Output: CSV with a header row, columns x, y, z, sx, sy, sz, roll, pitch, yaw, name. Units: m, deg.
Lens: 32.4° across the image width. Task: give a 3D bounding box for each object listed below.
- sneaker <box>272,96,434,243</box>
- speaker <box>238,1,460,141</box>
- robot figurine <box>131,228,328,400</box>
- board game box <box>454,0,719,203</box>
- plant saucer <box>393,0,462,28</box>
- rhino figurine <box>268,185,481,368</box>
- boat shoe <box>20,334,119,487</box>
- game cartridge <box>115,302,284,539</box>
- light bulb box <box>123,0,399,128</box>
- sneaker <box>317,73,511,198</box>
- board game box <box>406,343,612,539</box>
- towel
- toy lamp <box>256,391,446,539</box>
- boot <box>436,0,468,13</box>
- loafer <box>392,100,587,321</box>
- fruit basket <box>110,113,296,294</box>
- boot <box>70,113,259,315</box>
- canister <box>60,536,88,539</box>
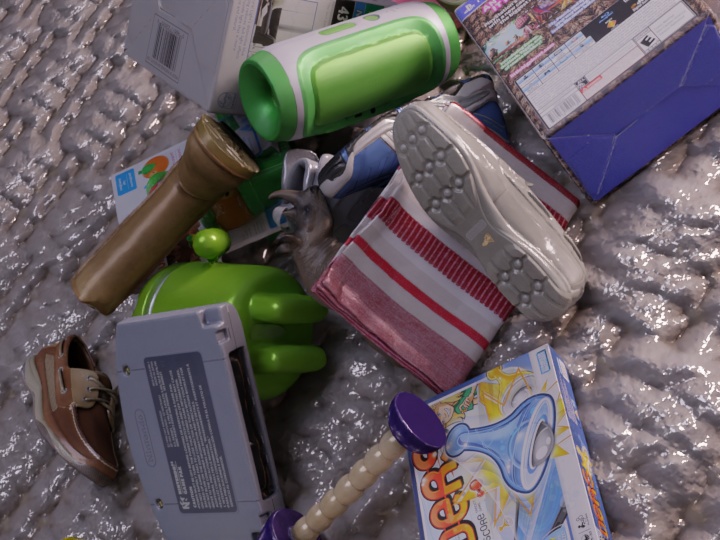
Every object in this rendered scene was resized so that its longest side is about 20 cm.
x,y,z,sx,sy,sz,roll,pitch,yaw,name
0.004,-0.091,1.103,0.075,0.115,0.202,16,71,55,sneaker
-0.008,-0.181,1.115,0.198,0.090,0.088,-23,35,-28,speaker
-0.123,0.052,1.106,0.198,0.115,0.179,4,93,39,robot figurine
0.196,-0.187,1.037,0.159,0.097,0.201,-36,44,12,board game box
0.089,-0.314,1.250,0.198,0.051,0.203,-20,50,26,plant saucer
0.000,0.000,1.025,0.199,0.060,0.088,40,80,4,rhino figurine
-0.274,0.128,1.205,0.072,0.076,0.200,-43,45,1,boat shoe
-0.139,0.132,1.038,0.132,0.041,0.203,-7,98,38,game cartridge
-0.095,-0.234,1.211,0.198,0.198,0.127,38,118,47,light bulb box
0.052,-0.101,1.048,0.198,0.078,0.076,-27,-1,-28,sneaker
0.105,0.167,0.900,0.134,0.034,0.202,-28,46,20,board game box
0.072,-0.019,0.993,0.201,0.143,0.023,-54,4,-13,towel
-0.016,0.175,0.952,0.200,0.058,0.059,-46,40,24,toy lamp
0.044,-0.319,1.177,0.075,0.107,0.199,-52,42,-4,boot
0.101,-0.051,0.967,0.070,0.201,0.070,-38,0,42,loafer
-0.152,-0.083,1.226,0.197,0.094,0.187,-20,46,0,fruit basket
-0.177,-0.041,1.095,0.200,0.066,0.175,-45,1,3,boot
-0.189,0.300,1.003,0.198,0.086,0.150,1,61,40,canister
